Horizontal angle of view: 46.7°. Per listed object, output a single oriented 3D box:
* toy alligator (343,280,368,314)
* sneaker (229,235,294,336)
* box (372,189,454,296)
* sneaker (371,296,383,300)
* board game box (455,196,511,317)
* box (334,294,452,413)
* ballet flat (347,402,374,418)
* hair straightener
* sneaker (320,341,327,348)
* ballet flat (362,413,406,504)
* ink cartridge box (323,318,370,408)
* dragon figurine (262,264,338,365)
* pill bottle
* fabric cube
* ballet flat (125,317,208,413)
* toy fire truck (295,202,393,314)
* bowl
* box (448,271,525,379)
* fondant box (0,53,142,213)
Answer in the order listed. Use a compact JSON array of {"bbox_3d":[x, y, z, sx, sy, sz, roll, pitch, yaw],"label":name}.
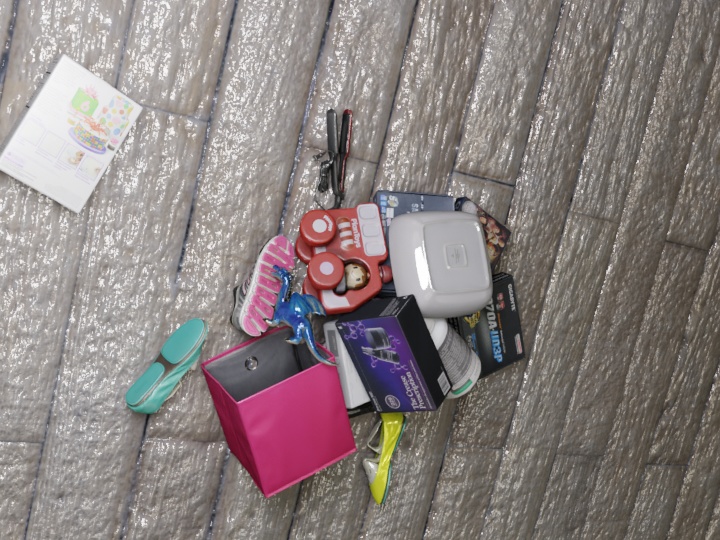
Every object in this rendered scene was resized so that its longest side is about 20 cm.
[{"bbox_3d":[0.000,0.000,1.623,0.054,0.059,0.202,28,87,-31],"label":"toy alligator"},{"bbox_3d":[-0.186,0.027,1.522,0.073,0.087,0.202,33,63,-33],"label":"sneaker"},{"bbox_3d":[0.101,-0.048,1.600,0.156,0.051,0.203,5,76,-9],"label":"box"},{"bbox_3d":[0.058,0.149,1.684,0.200,0.075,0.100,49,67,-20],"label":"sneaker"},{"bbox_3d":[0.210,-0.027,1.679,0.135,0.035,0.202,34,74,-22],"label":"board game box"},{"bbox_3d":[0.061,0.154,1.508,0.079,0.140,0.202,-45,117,-45],"label":"box"},{"bbox_3d":[0.009,0.278,1.698,0.198,0.066,0.057,-10,120,-25],"label":"ballet flat"},{"bbox_3d":[-0.061,-0.201,1.555,0.076,0.041,0.203,-1,108,-28],"label":"hair straightener"},{"bbox_3d":[-0.027,0.193,1.652,0.199,0.090,0.067,36,50,-38],"label":"sneaker"},{"bbox_3d":[0.040,0.388,1.753,0.066,0.067,0.202,15,93,-10],"label":"ballet flat"},{"bbox_3d":[0.021,0.161,1.604,0.199,0.057,0.165,-14,96,-50],"label":"ink cartridge box"},{"bbox_3d":[-0.101,0.073,1.440,0.100,0.200,0.059,-55,154,9],"label":"dragon figurine"},{"bbox_3d":[0.140,0.150,1.615,0.113,0.113,0.200,-49,125,-9],"label":"pill bottle"},{"bbox_3d":[-0.149,0.247,1.525,0.195,0.200,0.201,-24,116,-22],"label":"fabric cube"},{"bbox_3d":[-0.334,0.173,1.488,0.200,0.067,0.070,-50,145,-9],"label":"ballet flat"},{"bbox_3d":[-0.026,-0.025,1.520,0.166,0.112,0.202,-7,69,-13],"label":"toy fire truck"},{"bbox_3d":[0.158,-0.017,1.531,0.197,0.075,0.203,-3,80,-26],"label":"bowl"},{"bbox_3d":[0.272,0.124,1.814,0.158,0.046,0.202,-20,111,-22],"label":"box"},{"bbox_3d":[-0.460,-0.214,1.313,0.144,0.058,0.201,33,87,-31],"label":"fondant box"}]
